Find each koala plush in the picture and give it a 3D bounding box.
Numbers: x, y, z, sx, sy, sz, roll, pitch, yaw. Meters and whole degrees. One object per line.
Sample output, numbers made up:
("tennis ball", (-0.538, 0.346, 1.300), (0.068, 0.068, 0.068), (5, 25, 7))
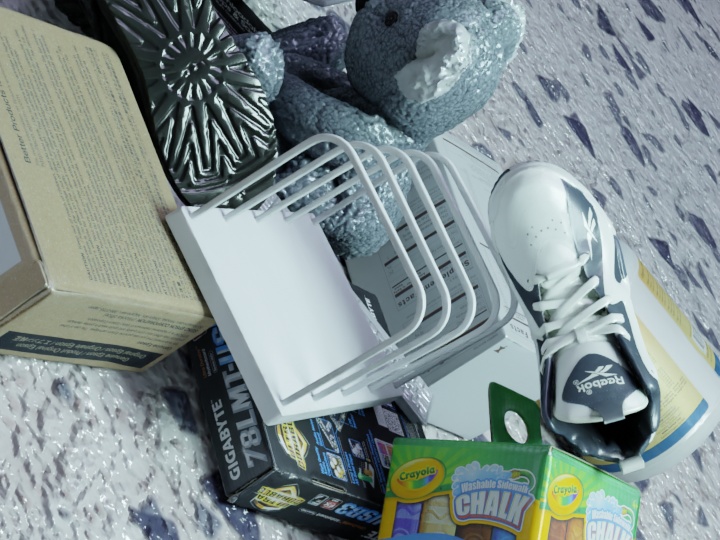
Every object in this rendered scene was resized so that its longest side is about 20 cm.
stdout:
("koala plush", (0.022, -0.128, 1.433), (0.185, 0.199, 0.177), (59, 23, 1))

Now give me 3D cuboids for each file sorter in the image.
("file sorter", (0.000, 0.000, 1.252), (0.140, 0.124, 0.200), (63, 19, 10))

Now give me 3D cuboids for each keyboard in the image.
("keyboard", (-0.013, 0.020, 1.387), (0.200, 0.011, 0.056), (52, 23, -9))

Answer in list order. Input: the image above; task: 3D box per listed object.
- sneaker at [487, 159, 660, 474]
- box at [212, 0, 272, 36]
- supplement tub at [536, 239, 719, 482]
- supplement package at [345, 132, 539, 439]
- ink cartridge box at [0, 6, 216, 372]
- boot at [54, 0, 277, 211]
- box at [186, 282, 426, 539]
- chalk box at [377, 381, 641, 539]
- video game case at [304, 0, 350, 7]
("sneaker", (0.137, 0.038, 1.240), (0.130, 0.079, 0.201), (-102, 177, -68))
("box", (-0.091, -0.129, 1.505), (0.143, 0.036, 0.201), (47, 27, -25))
("supplement tub", (0.200, 0.063, 1.692), (0.200, 0.144, 0.145), (49, 25, -19))
("supplement package", (0.067, 0.009, 1.547), (0.113, 0.109, 0.201), (27, 38, -49))
("ink cartridge box", (-0.185, -0.048, 1.176), (0.164, 0.075, 0.201), (14, 49, -57))
("boot", (-0.132, -0.136, 1.338), (0.158, 0.079, 0.213), (12, -56, 69))
("box", (-0.034, 0.079, 1.341), (0.198, 0.050, 0.201), (24, 39, -49))
("chalk box", (0.093, 0.175, 1.275), (0.124, 0.123, 0.202), (26, 70, -49))
("video game case", (-0.070, -0.252, 1.585), (0.181, 0.023, 0.200), (22, 18, 15))
